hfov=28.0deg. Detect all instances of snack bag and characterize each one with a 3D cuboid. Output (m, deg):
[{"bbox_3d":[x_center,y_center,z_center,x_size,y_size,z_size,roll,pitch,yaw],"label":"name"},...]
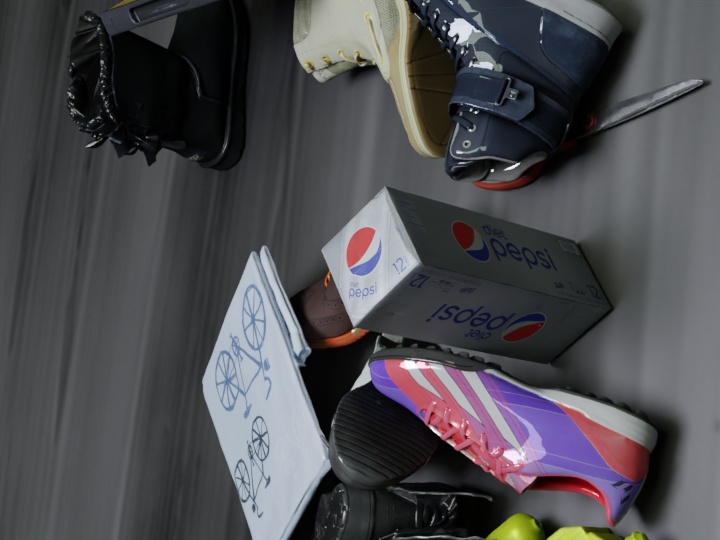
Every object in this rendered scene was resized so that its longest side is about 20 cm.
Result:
[{"bbox_3d":[-0.074,0.115,1.148,0.201,0.021,0.189,67,148,32],"label":"snack bag"}]

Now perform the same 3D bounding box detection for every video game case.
[{"bbox_3d":[-0.092,-0.255,1.180,0.180,0.199,0.026,-2,119,52],"label":"video game case"}]

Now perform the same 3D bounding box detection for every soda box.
[{"bbox_3d":[0.072,0.007,0.942,0.068,0.199,0.064,-44,53,30],"label":"soda box"}]

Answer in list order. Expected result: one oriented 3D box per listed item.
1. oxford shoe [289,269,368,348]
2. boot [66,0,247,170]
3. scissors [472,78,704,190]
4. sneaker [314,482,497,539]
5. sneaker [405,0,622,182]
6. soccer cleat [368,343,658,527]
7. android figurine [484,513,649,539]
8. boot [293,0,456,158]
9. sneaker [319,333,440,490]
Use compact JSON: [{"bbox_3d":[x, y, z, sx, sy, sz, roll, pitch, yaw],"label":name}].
[{"bbox_3d":[0.000,0.000,1.094,0.199,0.072,0.072,-27,36,36],"label":"oxford shoe"},{"bbox_3d":[-0.180,-0.186,1.269,0.073,0.161,0.201,-19,67,41],"label":"boot"},{"bbox_3d":[0.154,-0.094,1.021,0.199,0.014,0.074,1,79,44],"label":"scissors"},{"bbox_3d":[0.026,0.184,1.038,0.200,0.103,0.061,120,153,-72],"label":"sneaker"},{"bbox_3d":[0.062,-0.147,1.009,0.201,0.077,0.147,25,87,11],"label":"sneaker"},{"bbox_3d":[0.091,0.104,0.945,0.198,0.068,0.074,16,75,16],"label":"soccer cleat"},{"bbox_3d":[0.129,0.249,0.944,0.200,0.041,0.183,-45,52,31],"label":"android figurine"},{"bbox_3d":[0.015,-0.169,1.128,0.154,0.071,0.202,-22,77,53],"label":"boot"},{"bbox_3d":[0.012,0.119,1.015,0.074,0.200,0.089,29,112,3],"label":"sneaker"}]
